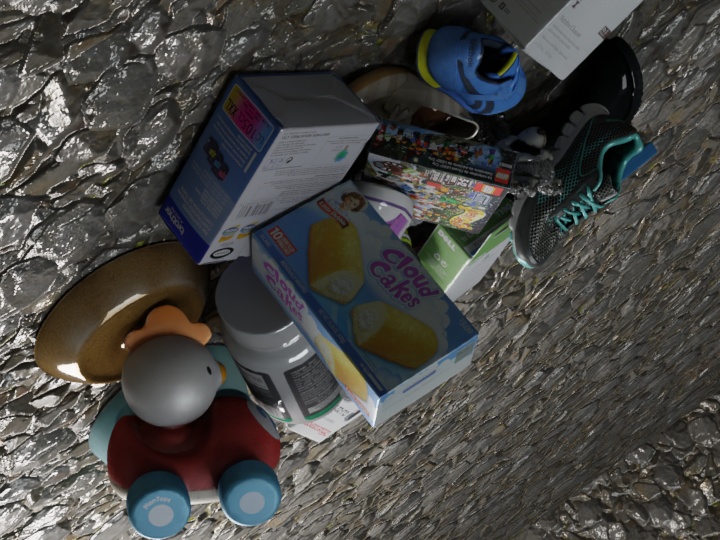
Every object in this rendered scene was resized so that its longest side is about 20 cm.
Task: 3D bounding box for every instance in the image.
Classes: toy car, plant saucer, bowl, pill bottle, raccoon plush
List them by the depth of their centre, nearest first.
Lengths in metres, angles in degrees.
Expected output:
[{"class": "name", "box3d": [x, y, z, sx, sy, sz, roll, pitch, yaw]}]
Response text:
[{"class": "toy car", "box3d": [-0.168, 0.128, 1.349, 0.176, 0.184, 0.201, -6, 115, -12]}, {"class": "plant saucer", "box3d": [-0.227, 0.053, 1.351, 0.200, 0.036, 0.201, -31, 155, -16]}, {"class": "pill bottle", "box3d": [-0.078, 0.068, 1.378, 0.113, 0.113, 0.200, -34, 151, -10]}, {"class": "raccoon plush", "box3d": [0.137, -0.089, 1.484, 0.096, 0.134, 0.200, -19, 150, -37]}, {"class": "bowl", "box3d": [-0.197, 0.189, 1.550, 0.200, 0.105, 0.201, -32, 156, -16]}]

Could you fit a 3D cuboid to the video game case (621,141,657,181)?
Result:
[{"class": "video game case", "box3d": [0.256, -0.096, 1.647, 0.143, 0.018, 0.200, -37, -172, -19]}]

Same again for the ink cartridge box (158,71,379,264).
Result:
[{"class": "ink cartridge box", "box3d": [-0.093, -0.083, 1.246, 0.136, 0.076, 0.200, -10, 142, -49]}]

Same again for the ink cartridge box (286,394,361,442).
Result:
[{"class": "ink cartridge box", "box3d": [-0.011, 0.120, 1.683, 0.199, 0.084, 0.144, -33, 162, 4]}]

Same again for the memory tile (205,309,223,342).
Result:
[{"class": "memory tile", "box3d": [-0.079, 0.067, 1.530, 0.152, 0.017, 0.200, -14, 158, 10]}]

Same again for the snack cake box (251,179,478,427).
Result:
[{"class": "snack cake box", "box3d": [0.001, 0.027, 1.237, 0.115, 0.200, 0.067, -31, 157, -20]}]

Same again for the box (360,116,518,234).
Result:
[{"class": "box", "box3d": [0.070, -0.090, 1.337, 0.200, 0.136, 0.038, 107, -2, -79]}]

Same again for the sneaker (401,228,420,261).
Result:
[{"class": "sneaker", "box3d": [0.000, 0.000, 1.518, 0.199, 0.081, 0.074, -15, 147, -42]}]

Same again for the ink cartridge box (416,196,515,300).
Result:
[{"class": "ink cartridge box", "box3d": [0.126, -0.033, 1.587, 0.104, 0.059, 0.200, -34, 166, -34]}]

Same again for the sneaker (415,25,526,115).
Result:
[{"class": "sneaker", "box3d": [0.132, -0.193, 1.343, 0.200, 0.078, 0.066, 11, 87, -59]}]

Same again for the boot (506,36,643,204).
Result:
[{"class": "boot", "box3d": [0.234, -0.168, 1.571, 0.162, 0.074, 0.199, -24, 152, -15]}]

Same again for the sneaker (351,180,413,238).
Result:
[{"class": "sneaker", "box3d": [0.007, -0.015, 1.382, 0.201, 0.072, 0.115, 85, 19, -74]}]

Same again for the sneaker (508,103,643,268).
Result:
[{"class": "sneaker", "box3d": [0.237, -0.089, 1.482, 0.077, 0.091, 0.201, 31, 87, -41]}]

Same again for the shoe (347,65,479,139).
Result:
[{"class": "shoe", "box3d": [0.050, -0.158, 1.342, 0.199, 0.053, 0.070, -4, 139, -52]}]

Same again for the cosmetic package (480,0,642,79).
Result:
[{"class": "cosmetic package", "box3d": [0.225, -0.294, 1.313, 0.200, 0.081, 0.113, -44, 154, 16]}]

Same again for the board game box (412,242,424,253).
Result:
[{"class": "board game box", "box3d": [-0.011, 0.026, 1.626, 0.199, 0.019, 0.103, -16, 150, -40]}]
